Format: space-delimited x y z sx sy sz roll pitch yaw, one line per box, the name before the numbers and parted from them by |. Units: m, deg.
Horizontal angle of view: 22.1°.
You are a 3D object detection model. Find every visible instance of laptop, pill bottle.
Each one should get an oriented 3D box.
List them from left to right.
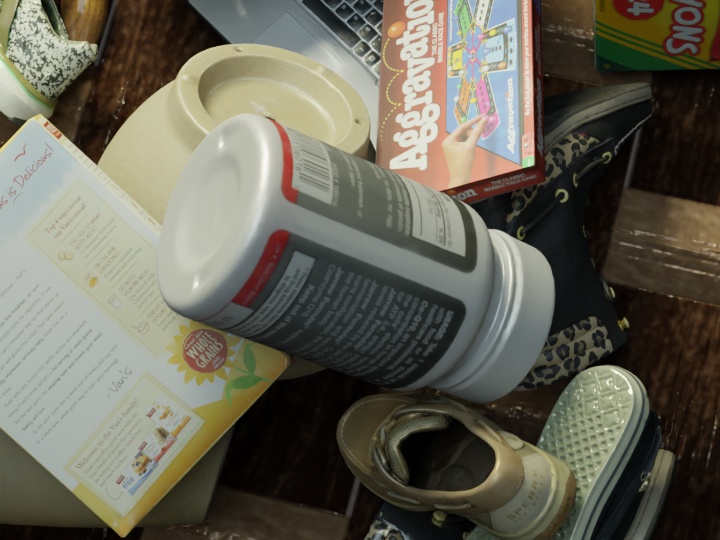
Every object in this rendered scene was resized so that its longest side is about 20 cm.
pill bottle | 0.000 0.000 1.012 0.199 0.114 0.114 22 77 -29
laptop | 0.012 -0.203 1.208 0.200 0.116 0.187 -42 74 -11

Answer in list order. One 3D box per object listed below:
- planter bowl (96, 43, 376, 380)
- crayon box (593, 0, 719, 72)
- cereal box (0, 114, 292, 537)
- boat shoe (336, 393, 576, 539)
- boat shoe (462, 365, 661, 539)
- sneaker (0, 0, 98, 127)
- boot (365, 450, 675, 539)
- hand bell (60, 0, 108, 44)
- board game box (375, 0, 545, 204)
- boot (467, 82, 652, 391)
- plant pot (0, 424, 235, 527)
planter bowl | -0.068 -0.051 1.122 0.199 0.135 0.201 11 39 -9
crayon box | 0.246 -0.189 1.166 0.199 0.127 0.051 -1 50 8
cereal box | -0.157 0.031 1.038 0.200 0.040 0.144 44 96 -7
boat shoe | 0.040 0.100 1.054 0.200 0.064 0.071 10 71 56
boat shoe | 0.109 0.149 1.051 0.075 0.062 0.200 31 90 38
sneaker | -0.241 -0.197 1.260 0.088 0.077 0.200 -33 82 11
boot | 0.089 0.169 1.127 0.150 0.073 0.200 30 85 15
hand bell | -0.185 -0.245 1.276 0.104 0.104 0.201 3 90 8
board game box | 0.060 -0.122 1.114 0.103 0.019 0.201 -16 49 23
boot | 0.131 -0.027 1.164 0.073 0.200 0.151 -5 108 42
plant pot | -0.179 0.085 1.148 0.199 0.187 0.188 18 79 -2
